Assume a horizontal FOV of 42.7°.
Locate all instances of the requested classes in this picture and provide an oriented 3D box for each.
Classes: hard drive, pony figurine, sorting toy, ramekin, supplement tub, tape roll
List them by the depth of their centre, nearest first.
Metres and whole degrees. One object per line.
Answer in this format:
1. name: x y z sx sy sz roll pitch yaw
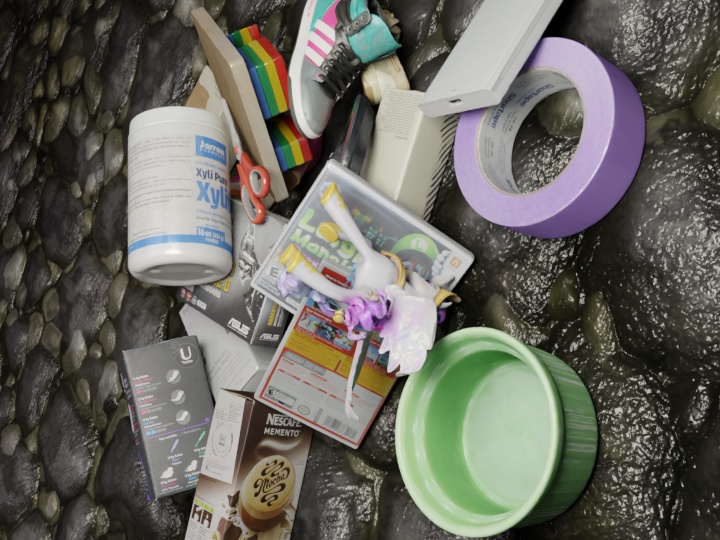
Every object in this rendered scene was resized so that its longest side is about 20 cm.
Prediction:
1. ramekin: 0.139 0.163 0.924 0.199 0.097 0.201 -15 69 43
2. pony figurine: 0.010 0.033 0.965 0.166 0.200 0.194 -36 24 49
3. tape roll: 0.194 -0.138 0.970 0.199 0.065 0.201 -15 68 44
4. hard drive: 0.153 -0.257 0.998 0.201 0.026 0.132 -58 26 -16
5. supplement tub: -0.229 -0.090 1.168 0.132 0.131 0.201 -17 71 42
6. sorting toy: -0.134 -0.226 1.192 0.069 0.201 0.199 -24 39 -9

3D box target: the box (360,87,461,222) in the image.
1. box: 0.048 -0.113 1.113 0.082 0.068 0.201 22 96 47

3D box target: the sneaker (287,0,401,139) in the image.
1. sneaker: -0.013 -0.256 1.111 0.120 0.084 0.201 -4 68 29

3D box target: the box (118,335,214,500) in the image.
1. box: -0.258 0.203 1.260 0.122 0.105 0.201 144 112 -68

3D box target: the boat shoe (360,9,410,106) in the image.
1. boat shoe: 0.022 -0.304 1.200 0.065 0.072 0.201 -13 61 4

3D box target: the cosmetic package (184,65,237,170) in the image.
1. cosmetic package: -0.240 -0.202 1.433 0.105 0.071 0.201 48 114 41

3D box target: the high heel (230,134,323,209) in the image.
1. high heel: -0.126 -0.148 1.323 0.200 0.067 0.096 -23 33 54

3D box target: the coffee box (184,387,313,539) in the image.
1. coffee box: -0.138 0.259 1.176 0.080 0.113 0.201 10 88 47

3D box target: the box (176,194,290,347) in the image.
1. box: -0.156 -0.007 1.204 0.200 0.048 0.159 25 101 47

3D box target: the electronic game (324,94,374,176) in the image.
1. electronic game: -0.025 -0.121 1.145 0.200 0.041 0.201 -163 90 -85

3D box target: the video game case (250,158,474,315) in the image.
1. video game case: 0.000 0.000 1.065 0.182 0.199 0.023 -55 5 20

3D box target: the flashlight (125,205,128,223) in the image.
1. flashlight: -0.234 -0.071 1.299 0.067 0.199 0.068 5 81 47

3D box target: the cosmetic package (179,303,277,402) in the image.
1. cosmetic package: -0.176 0.099 1.287 0.102 0.074 0.200 -52 49 23

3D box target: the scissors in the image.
1. scissors: -0.156 -0.140 1.179 0.200 0.014 0.073 58 141 40

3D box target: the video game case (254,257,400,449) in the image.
1. video game case: -0.023 0.101 1.084 0.201 0.142 0.017 -62 3 21
